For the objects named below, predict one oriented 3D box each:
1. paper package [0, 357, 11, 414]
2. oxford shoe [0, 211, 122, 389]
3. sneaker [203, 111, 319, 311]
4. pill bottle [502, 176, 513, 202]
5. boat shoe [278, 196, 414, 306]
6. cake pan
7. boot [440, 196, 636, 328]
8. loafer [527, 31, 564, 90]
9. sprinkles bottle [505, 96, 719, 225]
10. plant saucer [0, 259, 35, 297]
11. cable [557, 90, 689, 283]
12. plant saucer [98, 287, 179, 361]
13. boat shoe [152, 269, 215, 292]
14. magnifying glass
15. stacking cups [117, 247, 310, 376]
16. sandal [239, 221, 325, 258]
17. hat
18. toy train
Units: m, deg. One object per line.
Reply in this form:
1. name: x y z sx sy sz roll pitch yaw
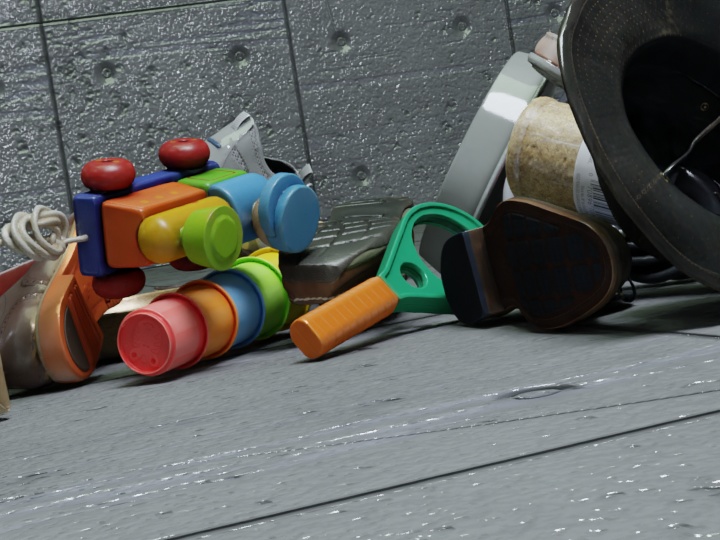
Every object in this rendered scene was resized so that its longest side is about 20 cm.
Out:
1. paper package: -0.323 0.049 0.816 0.198 0.105 0.189 -5 7 45
2. oxford shoe: -0.207 0.011 0.993 0.072 0.072 0.201 -15 25 10
3. sneaker: -0.054 -0.037 1.092 0.075 0.082 0.200 41 -3 40
4. pill bottle: 0.167 -0.056 1.111 0.112 0.115 0.200 -9 3 9
5. boat shoe: 0.000 0.000 1.018 0.075 0.075 0.200 -1 12 18
6. cake pan: 0.099 -0.081 1.140 0.036 0.202 0.200 26 9 8
7. boot: 0.123 -0.012 0.838 0.096 0.076 0.200 -13 3 -19
8. loafer: 0.209 -0.128 1.063 0.198 0.063 0.072 27 11 -26
9. sprinkles bottle: 0.185 -0.053 0.880 0.198 0.069 0.068 17 17 32
10. plant saucer: -0.305 0.041 1.079 0.198 0.037 0.200 -23 5 19
11. cable: 0.210 -0.094 0.963 0.162 0.201 0.051 35 -7 24
12. plant saucer: -0.164 0.039 1.117 0.197 0.036 0.200 -9 3 0
13. boat shoe: -0.090 -0.003 1.306 0.197 0.073 0.072 -10 3 -4
14. magnifying glass: 0.025 0.009 0.919 0.199 0.080 0.022 -27 -18 -51
15. stacking cups: -0.093 0.023 0.954 0.060 0.061 0.200 -8 3 20
16. sandal: -0.069 -0.040 1.184 0.210 0.078 0.070 22 26 -27
17. hat: 0.172 -0.062 0.784 0.198 0.203 0.081 -11 -17 -29
18. toy train: -0.123 -0.021 0.893 0.115 0.086 0.199 7 18 35
